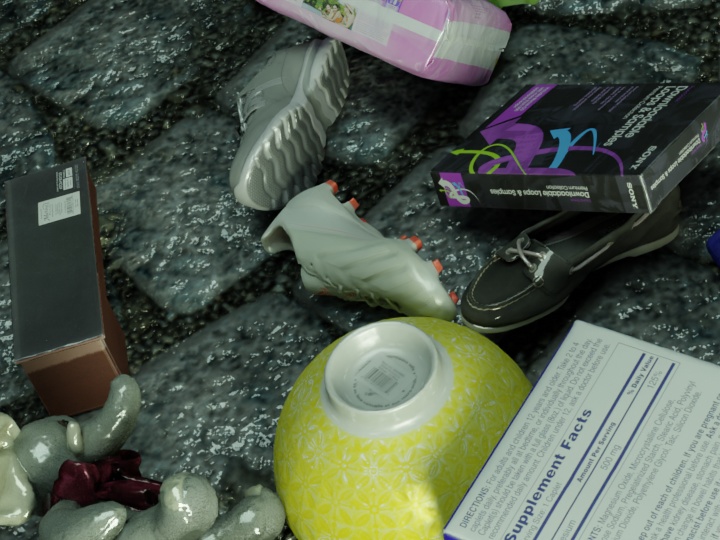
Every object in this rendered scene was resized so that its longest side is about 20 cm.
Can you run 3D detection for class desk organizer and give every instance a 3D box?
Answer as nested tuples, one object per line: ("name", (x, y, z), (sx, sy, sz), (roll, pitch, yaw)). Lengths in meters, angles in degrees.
("desk organizer", (-0.230, 0.013, 1.413), (0.071, 0.077, 0.201), (-16, 46, 3))

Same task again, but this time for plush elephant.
("plush elephant", (-0.174, 0.149, 1.214), (0.199, 0.164, 0.156), (-35, 70, 17))

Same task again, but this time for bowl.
("bowl", (0.025, 0.098, 1.235), (0.198, 0.108, 0.202), (-9, 46, 10))

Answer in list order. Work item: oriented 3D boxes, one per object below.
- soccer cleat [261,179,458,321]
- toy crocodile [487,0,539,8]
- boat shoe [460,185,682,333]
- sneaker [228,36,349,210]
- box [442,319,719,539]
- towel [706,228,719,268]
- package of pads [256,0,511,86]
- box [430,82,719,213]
("soccer cleat", (0.000, 0.000, 1.365), (0.077, 0.070, 0.200), (-40, 42, -12))
("toy crocodile", (0.066, -0.257, 1.572), (0.198, 0.068, 0.062), (16, 59, 31))
("boat shoe", (0.152, -0.023, 1.316), (0.199, 0.057, 0.067), (-27, 41, -23))
("sneaker", (-0.072, -0.117, 1.495), (0.081, 0.075, 0.201), (-2, 37, 24))
("box", (0.185, 0.156, 1.134), (0.198, 0.105, 0.184), (19, 57, 30))
("towel", (0.353, 0.013, 1.254), (0.147, 0.050, 0.201), (-31, 47, -1))
("package of pads", (0.016, -0.221, 1.505), (0.199, 0.120, 0.076), (27, 101, 28))
("box", (0.170, -0.096, 1.358), (0.199, 0.036, 0.143), (5, 36, 42))
